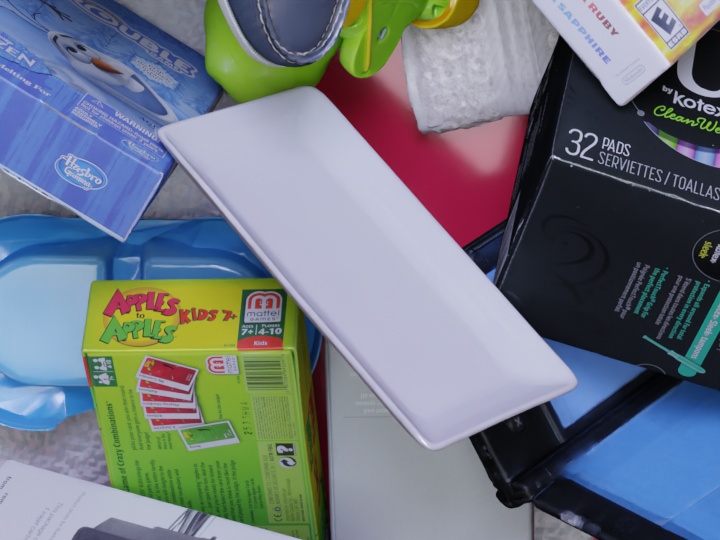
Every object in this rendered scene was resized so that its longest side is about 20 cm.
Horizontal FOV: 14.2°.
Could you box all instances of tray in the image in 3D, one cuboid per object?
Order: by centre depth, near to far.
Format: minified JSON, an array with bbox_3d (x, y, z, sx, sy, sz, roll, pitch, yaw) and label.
[{"bbox_3d":[0.000,0.000,1.303,0.200,0.107,0.022,49,132,20],"label":"tray"}]

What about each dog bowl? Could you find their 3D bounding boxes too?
[{"bbox_3d":[-0.117,0.023,1.471,0.200,0.050,0.112,1,100,3],"label":"dog bowl"}]

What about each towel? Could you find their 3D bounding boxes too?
[{"bbox_3d":[0.078,-0.172,1.425,0.132,0.034,0.200,-6,100,14],"label":"towel"}]

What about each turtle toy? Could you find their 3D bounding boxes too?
[{"bbox_3d":[-0.009,-0.161,1.368,0.101,0.146,0.200,33,110,25],"label":"turtle toy"}]

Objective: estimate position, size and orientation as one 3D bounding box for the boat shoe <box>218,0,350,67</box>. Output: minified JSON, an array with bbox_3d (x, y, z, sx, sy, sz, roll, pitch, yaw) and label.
[{"bbox_3d":[-0.020,-0.181,1.235,0.075,0.062,0.200,-4,108,-34],"label":"boat shoe"}]

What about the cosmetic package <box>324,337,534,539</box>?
[{"bbox_3d":[0.036,0.104,1.462,0.107,0.090,0.200,1,103,2],"label":"cosmetic package"}]

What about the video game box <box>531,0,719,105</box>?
[{"bbox_3d":[0.120,-0.198,1.313,0.182,0.200,0.047,47,140,-1],"label":"video game box"}]

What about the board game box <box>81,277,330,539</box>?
[{"bbox_3d":[-0.072,0.088,1.426,0.101,0.048,0.200,-1,137,5],"label":"board game box"}]

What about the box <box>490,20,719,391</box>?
[{"bbox_3d":[0.178,-0.036,1.346,0.200,0.149,0.124,16,140,-2],"label":"box"}]

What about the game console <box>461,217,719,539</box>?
[{"bbox_3d":[0.152,0.034,1.378,0.200,0.116,0.176,-32,99,-36],"label":"game console"}]

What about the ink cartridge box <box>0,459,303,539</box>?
[{"bbox_3d":[-0.094,0.189,1.419,0.200,0.083,0.145,13,138,23],"label":"ink cartridge box"}]

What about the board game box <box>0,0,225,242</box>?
[{"bbox_3d":[-0.169,-0.108,1.372,0.200,0.199,0.043,32,107,-4],"label":"board game box"}]
